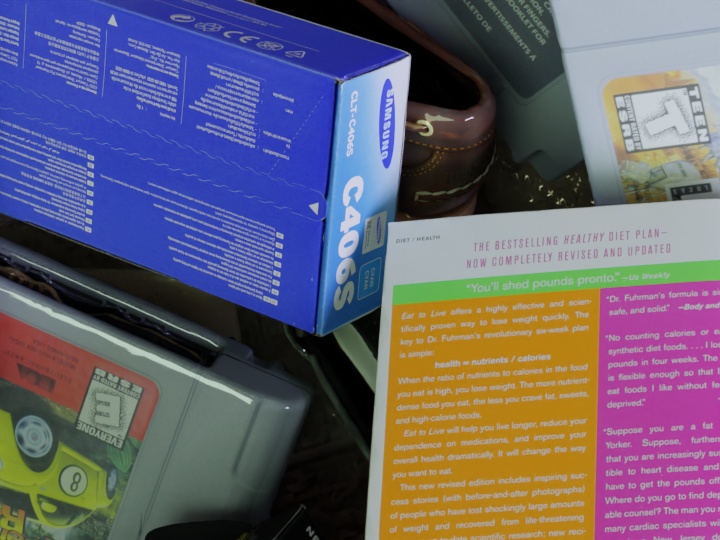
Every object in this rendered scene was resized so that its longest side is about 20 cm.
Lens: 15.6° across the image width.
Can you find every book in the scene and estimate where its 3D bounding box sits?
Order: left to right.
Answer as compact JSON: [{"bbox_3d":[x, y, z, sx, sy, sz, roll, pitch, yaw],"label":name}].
[{"bbox_3d":[0.070,0.075,0.836,0.133,0.201,0.048,-6,149,21],"label":"book"}]

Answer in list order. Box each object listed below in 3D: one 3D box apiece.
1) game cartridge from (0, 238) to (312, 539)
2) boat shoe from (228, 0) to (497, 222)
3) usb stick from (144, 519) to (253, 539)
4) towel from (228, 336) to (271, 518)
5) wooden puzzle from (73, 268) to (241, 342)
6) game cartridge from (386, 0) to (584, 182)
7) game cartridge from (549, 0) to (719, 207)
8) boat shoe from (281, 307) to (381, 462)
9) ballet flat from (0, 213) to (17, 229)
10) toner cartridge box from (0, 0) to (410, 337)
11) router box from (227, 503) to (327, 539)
[{"bbox_3d":[-0.130,0.062,1.026,0.199,0.041,0.134,23,121,4],"label":"game cartridge"},{"bbox_3d":[-0.032,-0.093,0.968,0.199,0.070,0.070,32,148,16],"label":"boat shoe"},{"bbox_3d":[-0.052,0.185,1.024,0.055,0.033,0.201,-5,119,1],"label":"usb stick"},{"bbox_3d":[-0.104,0.119,1.082,0.144,0.024,0.201,-1,111,15],"label":"towel"},{"bbox_3d":[-0.135,0.082,1.117,0.199,0.046,0.186,-1,111,17],"label":"wooden puzzle"},{"bbox_3d":[0.048,-0.138,0.933,0.200,0.041,0.133,52,142,-4],"label":"game cartridge"},{"bbox_3d":[0.144,-0.033,0.886,0.132,0.042,0.201,-5,113,26],"label":"game cartridge"},{"bbox_3d":[0.002,-0.002,0.985,0.074,0.063,0.202,-43,68,28],"label":"boat shoe"},{"bbox_3d":[-0.139,-0.052,1.041,0.199,0.046,0.068,-28,75,19],"label":"ballet flat"},{"bbox_3d":[-0.077,-0.054,0.942,0.199,0.043,0.096,21,119,31],"label":"toner cartridge box"},{"bbox_3d":[-0.028,0.202,0.957,0.149,0.051,0.201,-29,99,32],"label":"router box"}]
